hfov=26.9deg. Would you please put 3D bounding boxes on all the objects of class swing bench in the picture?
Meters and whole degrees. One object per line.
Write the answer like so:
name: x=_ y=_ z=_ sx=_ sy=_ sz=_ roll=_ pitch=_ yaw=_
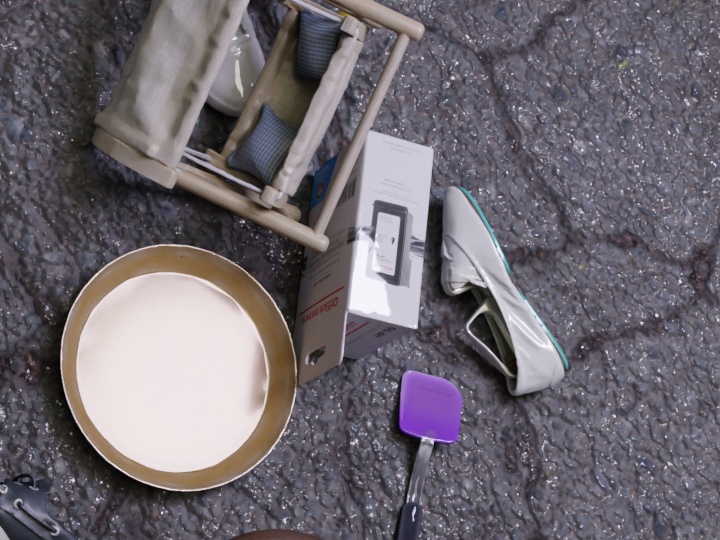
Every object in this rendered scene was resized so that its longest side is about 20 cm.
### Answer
swing bench: x=-0.088 y=-0.152 z=1.214 sx=0.198 sy=0.130 sz=0.201 roll=22 pitch=97 yaw=-19

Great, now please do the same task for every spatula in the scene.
spatula: x=0.049 y=0.182 z=1.275 sx=0.056 sy=0.021 sz=0.202 roll=13 pitch=70 yaw=-8

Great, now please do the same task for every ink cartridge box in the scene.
ink cartridge box: x=0.000 y=0.000 z=1.258 sx=0.067 sy=0.116 sz=0.202 roll=14 pitch=69 yaw=-21

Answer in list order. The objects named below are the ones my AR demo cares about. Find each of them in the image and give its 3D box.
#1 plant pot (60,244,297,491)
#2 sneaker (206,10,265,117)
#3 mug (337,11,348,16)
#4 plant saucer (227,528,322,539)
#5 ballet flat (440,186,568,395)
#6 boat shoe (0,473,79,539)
plant pot: x=-0.147 y=0.079 z=1.213 sx=0.198 sy=0.027 sz=0.202 roll=8 pitch=69 yaw=-23
sneaker: x=-0.126 y=-0.231 z=1.288 sx=0.075 sy=0.088 sz=0.202 roll=-21 pitch=84 yaw=-31
mug: x=-0.036 y=-0.314 z=1.311 sx=0.153 sy=0.149 sz=0.187 roll=-38 pitch=96 yaw=-40
plant saucer: x=-0.058 y=0.302 z=1.181 sx=0.198 sy=0.032 sz=0.202 roll=8 pitch=72 yaw=-23
ballet flat: x=0.112 y=0.022 z=1.340 sx=0.069 sy=0.069 sz=0.201 roll=-29 pitch=88 yaw=-30
boat shoe: x=-0.245 y=0.185 z=1.105 sx=0.199 sy=0.074 sz=0.066 roll=45 pitch=58 yaw=-6
